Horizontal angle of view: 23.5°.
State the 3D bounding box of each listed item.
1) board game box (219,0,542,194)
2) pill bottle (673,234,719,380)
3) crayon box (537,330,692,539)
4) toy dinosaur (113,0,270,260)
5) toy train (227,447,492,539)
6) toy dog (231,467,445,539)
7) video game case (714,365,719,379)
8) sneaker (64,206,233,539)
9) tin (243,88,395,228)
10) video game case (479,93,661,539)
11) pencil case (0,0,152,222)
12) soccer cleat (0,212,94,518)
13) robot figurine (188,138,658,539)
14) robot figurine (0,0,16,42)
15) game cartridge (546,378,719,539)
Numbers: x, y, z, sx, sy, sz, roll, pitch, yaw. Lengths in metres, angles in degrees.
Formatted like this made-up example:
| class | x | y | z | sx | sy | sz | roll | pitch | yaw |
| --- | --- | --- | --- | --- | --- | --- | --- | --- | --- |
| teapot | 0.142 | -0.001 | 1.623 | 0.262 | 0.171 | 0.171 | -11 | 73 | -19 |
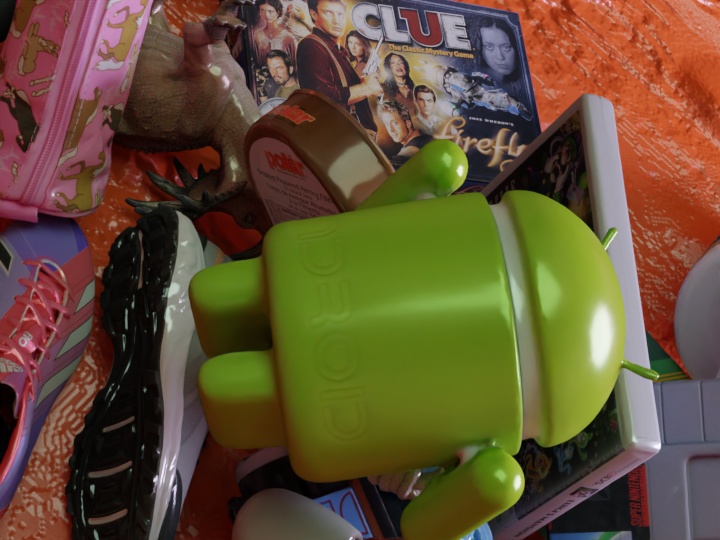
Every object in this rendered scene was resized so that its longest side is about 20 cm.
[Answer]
| class | x | y | z | sx | sy | sz | roll | pitch | yaw |
| --- | --- | --- | --- | --- | --- | --- | --- | --- | --- |
| board game box | 0.016 | -0.110 | 1.063 | 0.198 | 0.035 | 0.137 | 5 | 60 | -25 |
| pill bottle | 0.268 | 0.007 | 1.054 | 0.112 | 0.112 | 0.200 | 47 | 29 | 5 |
| crayon box | 0.173 | 0.135 | 0.988 | 0.200 | 0.058 | 0.119 | 47 | 52 | 4 |
| toy dinosaur | -0.115 | -0.093 | 0.959 | 0.199 | 0.137 | 0.086 | 26 | 19 | 24 |
| toy train | 0.007 | 0.158 | 0.875 | 0.113 | 0.087 | 0.202 | -16 | 71 | -27 |
| toy dog | 0.042 | 0.163 | 0.801 | 0.132 | 0.097 | 0.200 | -38 | 62 | -21 |
| video game case | 0.274 | 0.083 | 0.944 | 0.180 | 0.022 | 0.202 | 19 | 95 | -17 |
| sneaker | -0.094 | 0.069 | 0.882 | 0.079 | 0.073 | 0.202 | 31 | 55 | -38 |
| tin | 0.000 | 0.000 | 0.908 | 0.042 | 0.112 | 0.202 | -37 | 121 | -23 |
| video game case | 0.088 | 0.037 | 0.922 | 0.023 | 0.182 | 0.202 | 12 | 57 | -25 |
| pencil case | -0.142 | -0.124 | 0.875 | 0.082 | 0.202 | 0.086 | 32 | 24 | 25 |
| soccer cleat | -0.172 | 0.045 | 0.850 | 0.066 | 0.077 | 0.202 | 26 | 54 | -11 |
| robot figurine | 0.026 | 0.028 | 0.763 | 0.197 | 0.116 | 0.177 | -8 | 62 | -2 |
| robot figurine | -0.246 | -0.187 | 0.914 | 0.149 | 0.126 | 0.200 | 16 | 41 | 36 |
| game cartridge | 0.161 | 0.159 | 0.898 | 0.128 | 0.038 | 0.203 | -4 | 86 | 13 |
